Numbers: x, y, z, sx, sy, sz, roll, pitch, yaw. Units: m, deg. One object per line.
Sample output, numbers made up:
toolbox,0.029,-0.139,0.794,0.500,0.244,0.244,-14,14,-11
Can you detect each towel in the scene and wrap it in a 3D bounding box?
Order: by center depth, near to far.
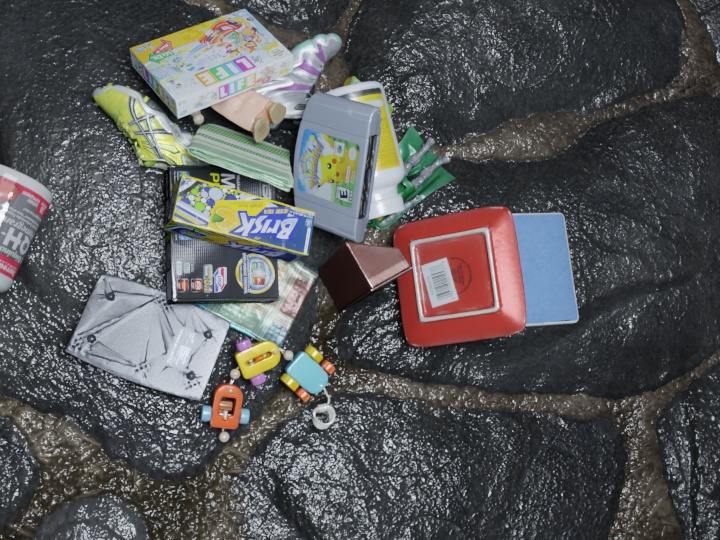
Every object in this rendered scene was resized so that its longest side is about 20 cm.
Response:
towel,-0.173,-0.172,1.110,0.152,0.200,0.023,19,108,-13
towel,-0.180,0.015,1.149,0.200,0.022,0.147,29,75,-9

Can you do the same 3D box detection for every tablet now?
tablet,0.313,-0.003,1.314,0.130,0.014,0.200,-2,79,-17

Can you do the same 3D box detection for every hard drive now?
hard drive,-0.304,0.098,1.086,0.200,0.042,0.135,23,73,-13

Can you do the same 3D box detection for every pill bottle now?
pill bottle,-0.509,-0.037,1.012,0.111,0.111,0.200,22,74,-12
pill bottle,0.005,-0.180,1.155,0.112,0.112,0.200,-16,95,-20

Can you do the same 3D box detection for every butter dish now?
butter dish,0.170,0.014,1.204,0.199,0.148,0.200,-10,82,22

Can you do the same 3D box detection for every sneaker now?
sneaker,-0.320,-0.203,1.123,0.200,0.075,0.076,36,71,-6
sneaker,-0.088,-0.285,1.216,0.200,0.078,0.140,-35,93,-11

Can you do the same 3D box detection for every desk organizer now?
desk organizer,0.000,0.000,1.117,0.072,0.200,0.077,-29,87,-19

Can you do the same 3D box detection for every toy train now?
toy train,-0.137,0.177,1.121,0.200,0.056,0.151,5,89,-19

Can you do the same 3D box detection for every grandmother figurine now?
grandmother figurine,-0.217,-0.269,1.146,0.200,0.061,0.121,35,63,18

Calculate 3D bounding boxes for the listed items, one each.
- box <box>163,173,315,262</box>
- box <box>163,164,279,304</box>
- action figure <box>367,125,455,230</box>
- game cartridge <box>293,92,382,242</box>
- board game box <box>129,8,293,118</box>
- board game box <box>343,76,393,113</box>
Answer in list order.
box,-0.170,-0.070,1.068,0.200,0.064,0.070,14,75,-22
box,-0.205,-0.051,1.108,0.160,0.044,0.200,1,81,-25
action figure,0.062,-0.135,1.243,0.118,0.055,0.200,46,74,-7
game cartridge,-0.039,-0.153,1.103,0.040,0.133,0.200,-17,122,-47
board game box,-0.220,-0.313,1.119,0.200,0.034,0.134,-30,63,-26
board game box,-0.017,-0.208,1.228,0.095,0.030,0.200,31,68,-32
